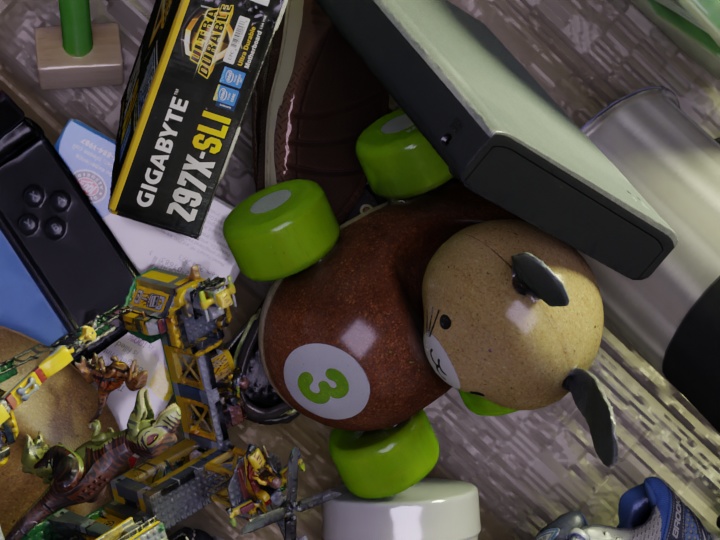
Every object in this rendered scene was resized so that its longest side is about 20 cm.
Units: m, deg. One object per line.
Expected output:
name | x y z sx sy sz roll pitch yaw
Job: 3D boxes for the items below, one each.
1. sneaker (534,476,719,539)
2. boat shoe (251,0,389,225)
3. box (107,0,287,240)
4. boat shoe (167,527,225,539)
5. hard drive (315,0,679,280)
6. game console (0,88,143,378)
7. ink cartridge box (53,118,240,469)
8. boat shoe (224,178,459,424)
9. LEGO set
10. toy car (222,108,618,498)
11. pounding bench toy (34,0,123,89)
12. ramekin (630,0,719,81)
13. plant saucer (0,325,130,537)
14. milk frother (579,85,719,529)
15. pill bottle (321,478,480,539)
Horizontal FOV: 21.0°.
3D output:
sneaker | 0.105 0.174 0.997 0.200 0.077 0.085 -31 88 -36
boat shoe | -0.028 -0.117 1.034 0.075 0.075 0.203 16 83 -42
box | -0.074 -0.122 0.942 0.049 0.200 0.160 16 108 -11
boat shoe | -0.151 0.208 1.028 0.060 0.076 0.200 40 87 -13
hard drive | 0.056 -0.084 0.941 0.139 0.200 0.033 25 110 -41
game console | -0.232 0.003 0.929 0.200 0.119 0.173 -35 83 3
ink cartridge box | -0.148 0.035 1.022 0.116 0.067 0.200 29 89 -6
boat shoe | 0.000 0.000 1.045 0.072 0.061 0.201 38 88 -7
LEGO set | -0.099 0.090 0.896 0.200 0.116 0.154 -20 112 -41
toy car | 0.052 0.029 0.930 0.158 0.200 0.165 -32 114 -18
pounding bench toy | -0.153 -0.191 0.967 0.124 0.156 0.201 -13 95 -7
ramekin | 0.186 -0.174 0.997 0.200 0.200 0.098 44 94 -7
plant saucer | -0.210 0.121 0.952 0.200 0.035 0.201 -4 112 -11
milk frother | 0.183 0.037 1.042 0.188 0.180 0.200 47 119 26
pill bottle | 0.025 0.216 1.033 0.112 0.113 0.201 -2 93 -7
